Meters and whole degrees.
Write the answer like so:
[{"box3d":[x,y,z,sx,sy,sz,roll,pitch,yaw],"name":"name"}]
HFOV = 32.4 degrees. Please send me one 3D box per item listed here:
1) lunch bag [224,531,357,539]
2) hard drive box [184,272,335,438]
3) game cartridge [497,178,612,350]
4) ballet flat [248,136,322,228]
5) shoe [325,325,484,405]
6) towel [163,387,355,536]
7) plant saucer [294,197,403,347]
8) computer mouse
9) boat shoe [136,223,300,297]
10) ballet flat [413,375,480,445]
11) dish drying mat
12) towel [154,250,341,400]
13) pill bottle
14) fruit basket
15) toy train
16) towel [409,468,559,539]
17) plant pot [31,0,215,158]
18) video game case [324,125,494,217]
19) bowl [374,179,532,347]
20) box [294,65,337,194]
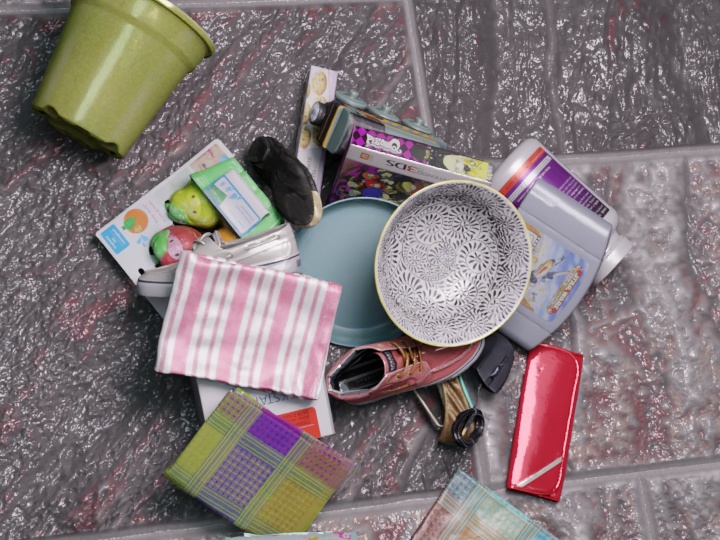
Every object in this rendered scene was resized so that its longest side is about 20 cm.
[{"box3d":[-0.074,0.401,1.437,0.170,0.122,0.201,-2,67,-10],"name":"lunch bag"},{"box3d":[-0.129,0.114,1.506,0.155,0.077,0.201,-13,95,-14],"name":"hard drive box"},{"box3d":[0.230,-0.001,1.595,0.133,0.042,0.200,35,110,11],"name":"game cartridge"},{"box3d":[-0.086,-0.114,1.568,0.057,0.200,0.067,23,110,-36],"name":"ballet flat"},{"box3d":[0.055,0.113,1.522,0.200,0.091,0.072,-22,78,11],"name":"shoe"},{"box3d":[-0.117,0.240,1.470,0.200,0.023,0.144,36,95,-24],"name":"towel"},{"box3d":[0.000,0.000,1.573,0.199,0.027,0.201,-2,110,-5],"name":"plant saucer"},{"box3d":[0.157,0.147,1.557,0.059,0.034,0.200,52,39,-24],"name":"computer mouse"},{"box3d":[-0.174,-0.014,1.489,0.199,0.072,0.066,-10,102,3],"name":"boat shoe"},{"box3d":[0.099,0.130,1.588,0.072,0.068,0.201,-14,80,1],"name":"ballet flat"},{"box3d":[0.241,0.195,1.612,0.077,0.018,0.201,15,71,-5],"name":"dish drying mat"},{"box3d":[-0.130,0.066,1.450,0.199,0.030,0.147,12,87,-15],"name":"towel"},{"box3d":[0.261,-0.074,1.647,0.200,0.112,0.112,43,71,4],"name":"pill bottle"},{"box3d":[-0.200,-0.040,1.562,0.200,0.094,0.185,-38,84,-14],"name":"fruit basket"},{"box3d":[0.030,-0.166,1.607,0.200,0.114,0.085,18,107,-27],"name":"toy train"},{"box3d":[0.165,0.361,1.545,0.200,0.022,0.147,36,70,2],"name":"towel"},{"box3d":[-0.315,-0.251,1.565,0.200,0.200,0.185,28,81,-1],"name":"plant pot"},{"box3d":[0.054,-0.091,1.567,0.181,0.200,0.036,15,57,-6],"name":"video game case"},{"box3d":[0.100,-0.016,1.511,0.200,0.094,0.201,-3,102,-16],"name":"bowl"},{"box3d":[-0.064,-0.175,1.655,0.041,0.039,0.201,12,71,-10],"name":"box"}]
